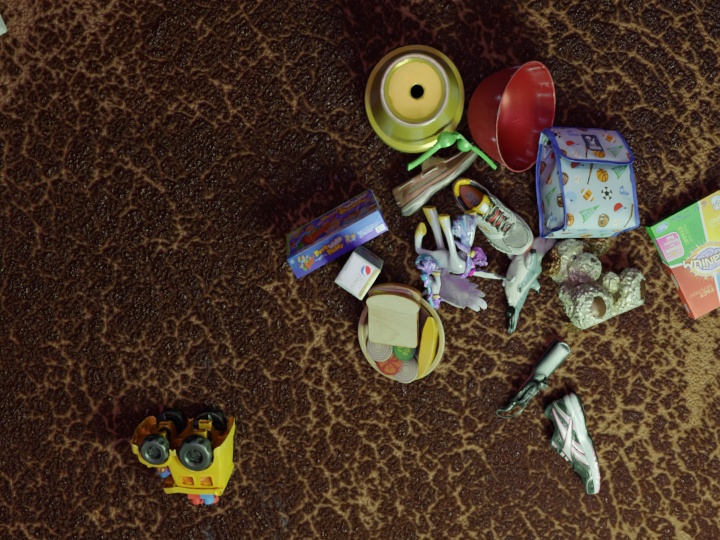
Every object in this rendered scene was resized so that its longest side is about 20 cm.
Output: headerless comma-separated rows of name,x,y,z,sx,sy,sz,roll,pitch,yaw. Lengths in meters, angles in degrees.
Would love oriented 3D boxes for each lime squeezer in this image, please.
lime squeezer,0.180,-0.224,1.573,0.196,0.038,0.072,-4,97,-26

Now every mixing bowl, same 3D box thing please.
mixing bowl,0.273,-0.296,1.587,0.107,0.198,0.205,18,98,41

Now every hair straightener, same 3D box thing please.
hair straightener,0.343,0.219,1.667,0.041,0.077,0.200,43,96,-3

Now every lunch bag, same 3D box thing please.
lunch bag,0.425,-0.171,1.587,0.166,0.124,0.205,0,80,-17

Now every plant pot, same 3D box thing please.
plant pot,0.103,-0.327,1.578,0.196,0.189,0.206,0,96,3

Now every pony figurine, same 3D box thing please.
pony figurine,0.185,-0.013,1.619,0.190,0.165,0.205,9,112,39

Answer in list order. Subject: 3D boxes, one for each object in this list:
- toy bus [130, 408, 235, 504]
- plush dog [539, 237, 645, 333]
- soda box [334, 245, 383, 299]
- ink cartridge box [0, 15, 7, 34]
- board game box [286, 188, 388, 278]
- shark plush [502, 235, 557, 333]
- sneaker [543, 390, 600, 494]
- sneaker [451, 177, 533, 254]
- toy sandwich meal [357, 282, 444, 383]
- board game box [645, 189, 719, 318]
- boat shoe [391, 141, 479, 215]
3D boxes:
toy bus,-0.354,0.395,1.716,0.195,0.136,0.196,1,111,6
plush dog,0.428,0.019,1.625,0.197,0.160,0.175,-16,79,-34
soda box,0.000,0.000,1.608,0.063,0.200,0.069,34,97,0
ink cartridge box,-0.821,-0.545,1.671,0.143,0.084,0.204,-23,93,6
board game box,-0.049,-0.074,1.635,0.197,0.135,0.045,-29,113,6
shark plush,0.333,0.029,1.659,0.082,0.090,0.205,10,90,-29
sneaker,0.423,0.348,1.685,0.085,0.080,0.204,-17,86,17
sneaker,0.249,-0.104,1.623,0.199,0.082,0.078,41,98,14
toy sandwich meal,0.075,0.128,1.656,0.201,0.070,0.210,5,104,20
board game box,0.672,-0.032,1.641,0.151,0.040,0.203,-28,93,6
boat shoe,0.146,-0.192,1.646,0.199,0.076,0.072,-38,86,2
